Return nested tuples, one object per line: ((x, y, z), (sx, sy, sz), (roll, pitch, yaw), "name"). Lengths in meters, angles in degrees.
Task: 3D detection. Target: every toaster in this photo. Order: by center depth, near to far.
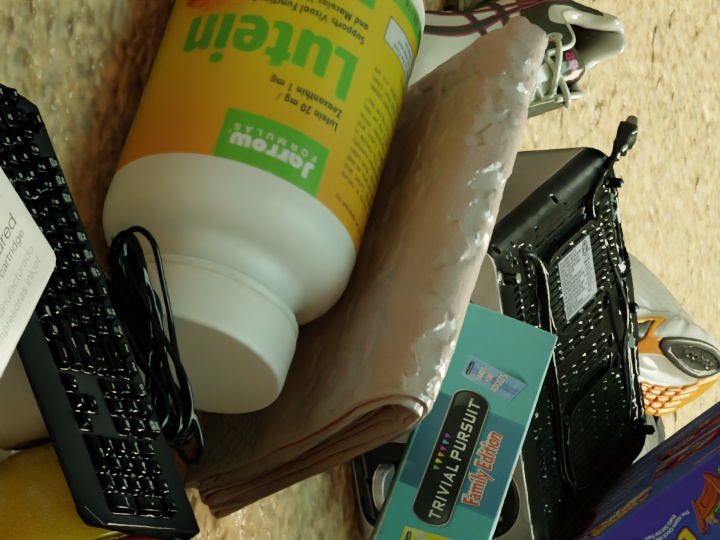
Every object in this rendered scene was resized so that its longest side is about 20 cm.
((0.069, 0.037, 1.410), (0.200, 0.118, 0.182), (-40, 126, -56), "toaster")

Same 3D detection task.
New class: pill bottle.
((-0.047, -0.045, 1.186), (0.111, 0.110, 0.201), (55, 43, -49), "pill bottle")

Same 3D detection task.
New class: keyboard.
((-0.102, 0.008, 1.061), (0.104, 0.039, 0.201), (21, 44, -63), "keyboard")

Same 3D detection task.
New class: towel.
((0.000, 0.000, 1.221), (0.032, 0.191, 0.201), (31, 58, -22), "towel")

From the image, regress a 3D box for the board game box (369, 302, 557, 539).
((0.022, 0.131, 1.164), (0.200, 0.047, 0.152), (-66, 176, -54), "board game box")

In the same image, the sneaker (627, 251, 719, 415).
((0.126, 0.012, 1.595), (0.200, 0.076, 0.092), (35, 19, -42), "sneaker")

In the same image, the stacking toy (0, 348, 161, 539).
((-0.113, 0.119, 1.081), (0.146, 0.145, 0.201), (5, 68, -63), "stacking toy")

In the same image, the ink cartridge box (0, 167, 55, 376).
((-0.199, -0.016, 0.914), (0.200, 0.083, 0.145), (62, 39, -43), "ink cartridge box")

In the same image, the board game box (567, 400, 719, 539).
((0.125, 0.148, 1.406), (0.045, 0.200, 0.134), (53, 5, -2), "board game box")

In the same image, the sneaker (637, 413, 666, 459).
((0.136, 0.149, 1.611), (0.200, 0.073, 0.112), (-64, 141, -54), "sneaker")

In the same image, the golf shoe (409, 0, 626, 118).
((0.068, -0.107, 1.444), (0.200, 0.088, 0.078), (-42, 129, -54), "golf shoe")
